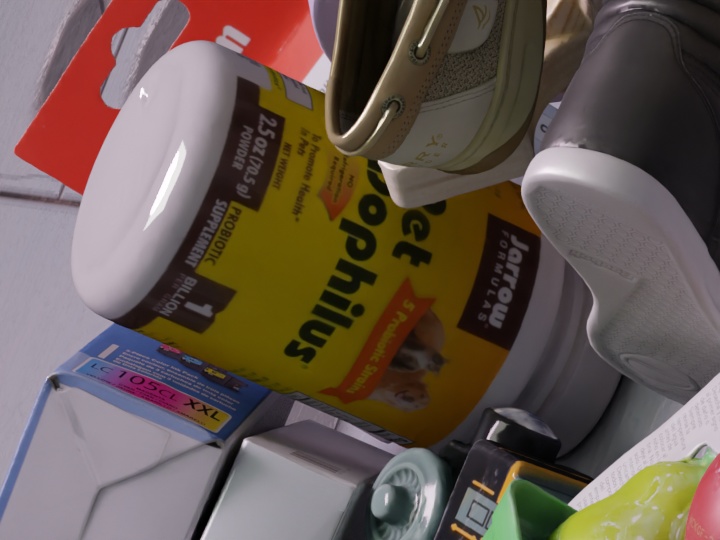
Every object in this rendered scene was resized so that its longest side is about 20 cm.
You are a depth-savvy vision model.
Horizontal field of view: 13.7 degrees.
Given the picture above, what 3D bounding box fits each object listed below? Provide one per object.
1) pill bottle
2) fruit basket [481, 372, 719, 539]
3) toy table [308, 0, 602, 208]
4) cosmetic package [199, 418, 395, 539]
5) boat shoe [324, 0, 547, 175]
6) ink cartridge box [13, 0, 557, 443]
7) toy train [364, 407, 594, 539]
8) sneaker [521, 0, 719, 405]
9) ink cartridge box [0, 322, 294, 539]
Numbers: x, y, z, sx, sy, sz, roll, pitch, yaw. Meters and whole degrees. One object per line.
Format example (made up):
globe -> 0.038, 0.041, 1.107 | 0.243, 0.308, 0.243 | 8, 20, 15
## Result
pill bottle -> 0.000, 0.000, 1.125 | 0.109, 0.199, 0.110 | -50, 27, 36
fruit basket -> 0.111, 0.103, 0.873 | 0.200, 0.094, 0.186 | -39, 32, 22
toy table -> 0.087, -0.087, 1.070 | 0.199, 0.184, 0.117 | -25, 41, 10
cosmetic package -> -0.041, 0.139, 1.179 | 0.200, 0.051, 0.152 | 12, -80, -84
boat shoe -> 0.023, -0.134, 0.974 | 0.073, 0.063, 0.202 | 4, 89, 49
ink cartridge box -> -0.026, -0.037, 1.225 | 0.163, 0.199, 0.057 | -52, 18, 34
toy train -> 0.033, 0.149, 1.068 | 0.114, 0.085, 0.201 | 26, 93, 59
sneaker -> 0.112, -0.023, 0.962 | 0.070, 0.200, 0.100 | 15, 70, 26
ink cartridge box -> -0.086, 0.090, 1.188 | 0.200, 0.076, 0.137 | -39, -27, -74
